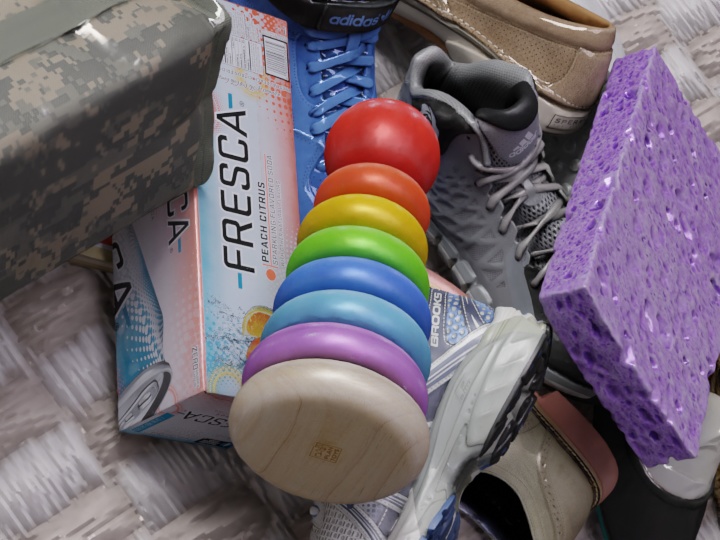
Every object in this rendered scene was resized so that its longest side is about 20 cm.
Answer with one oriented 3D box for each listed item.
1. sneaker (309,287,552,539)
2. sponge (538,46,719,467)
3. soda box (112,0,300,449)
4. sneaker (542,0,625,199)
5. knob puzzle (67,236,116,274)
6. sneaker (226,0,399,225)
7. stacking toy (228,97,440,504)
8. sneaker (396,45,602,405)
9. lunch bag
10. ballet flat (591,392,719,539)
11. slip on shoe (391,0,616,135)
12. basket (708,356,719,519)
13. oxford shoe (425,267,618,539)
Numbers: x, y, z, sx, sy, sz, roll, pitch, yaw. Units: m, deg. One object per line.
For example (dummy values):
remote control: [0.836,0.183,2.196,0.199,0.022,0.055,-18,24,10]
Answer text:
sneaker: [0.007,0.095,1.047,0.085,0.077,0.200,28,75,16]
sponge: [0.142,-0.011,1.120,0.112,0.030,0.200,55,35,-25]
soda box: [-0.072,-0.024,1.064,0.063,0.068,0.201,14,62,-38]
sneaker: [0.122,-0.091,1.242,0.080,0.076,0.200,17,49,-49]
knob puzzle: [-0.173,-0.101,1.087,0.219,0.030,0.220,16,56,-25]
sneaker: [-0.017,-0.100,1.134,0.077,0.111,0.200,-7,68,-34]
stacking toy: [0.000,0.000,1.019,0.085,0.085,0.200,26,48,-18]
sneaker: [0.079,-0.030,1.128,0.075,0.116,0.200,-34,69,-25]
lunch bag: [-0.180,-0.094,0.981,0.200,0.118,0.164,39,51,25]
ballet flat: [0.153,0.060,1.179,0.068,0.068,0.200,17,56,-27]
slip on shoe: [0.052,-0.150,1.203,0.076,0.061,0.200,-9,44,-46]
basket: [0.273,0.057,1.207,0.142,0.149,0.200,21,55,-22]
oxford shoe: [0.034,0.061,1.102,0.200,0.071,0.074,40,56,-4]
